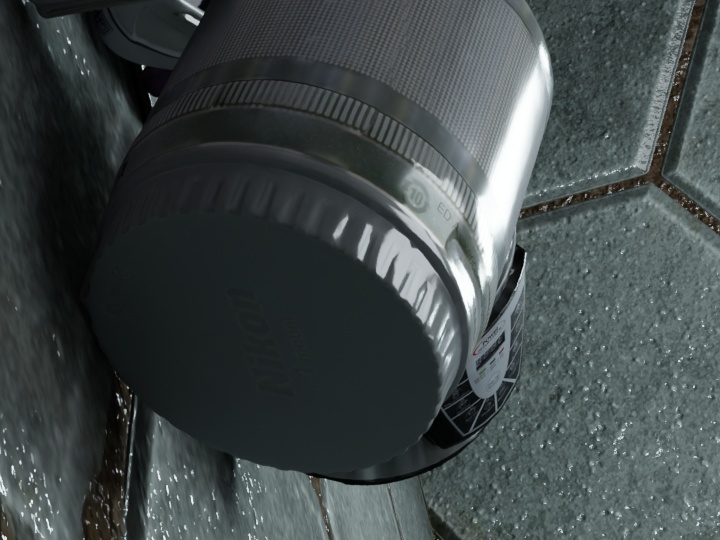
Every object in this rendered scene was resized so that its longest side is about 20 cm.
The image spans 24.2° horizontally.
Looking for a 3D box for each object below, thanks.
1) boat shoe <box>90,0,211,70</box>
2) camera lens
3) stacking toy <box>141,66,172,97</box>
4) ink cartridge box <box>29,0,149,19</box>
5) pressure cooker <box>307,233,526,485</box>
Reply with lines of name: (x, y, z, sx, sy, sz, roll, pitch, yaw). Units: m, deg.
boat shoe: (-0.044, -0.132, 0.885, 0.199, 0.065, 0.074, -5, 80, -44)
camera lens: (-0.011, -0.039, 0.700, 0.201, 0.158, 0.161, -69, 152, -42)
stacking toy: (-0.111, -0.182, 0.934, 0.085, 0.085, 0.202, -89, 157, -79)
ink cartridge box: (-0.082, -0.215, 0.719, 0.200, 0.083, 0.147, -54, 133, -51)
pressure cooker: (-0.003, -0.001, 0.900, 0.201, 0.176, 0.177, 84, -3, -52)
